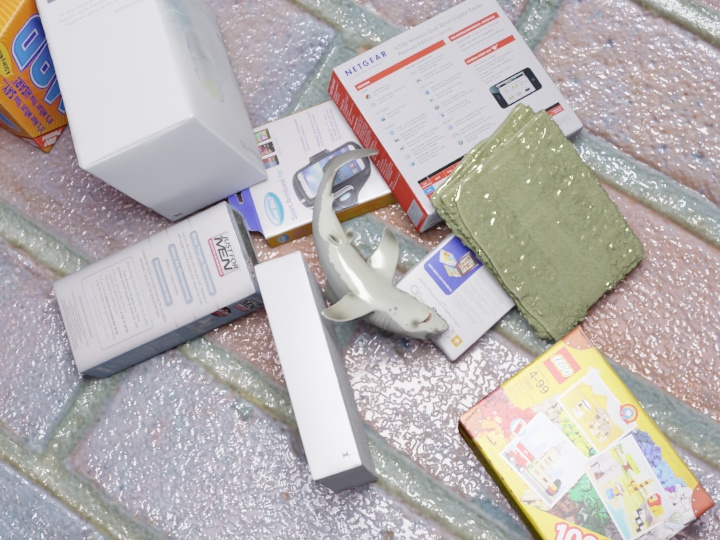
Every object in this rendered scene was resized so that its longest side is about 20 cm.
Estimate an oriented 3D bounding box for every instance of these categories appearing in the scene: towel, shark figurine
[{"bbox_3d":[0.174,-0.045,1.123,0.148,0.036,0.200,-43,100,-7],"label":"towel"},{"bbox_3d":[-0.018,-0.013,1.114,0.127,0.090,0.217,-17,74,-29],"label":"shark figurine"}]

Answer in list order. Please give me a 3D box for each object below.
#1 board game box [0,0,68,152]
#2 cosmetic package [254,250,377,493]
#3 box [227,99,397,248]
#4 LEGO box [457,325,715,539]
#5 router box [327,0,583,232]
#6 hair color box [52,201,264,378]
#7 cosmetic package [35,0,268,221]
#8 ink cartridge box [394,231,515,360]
[{"bbox_3d":[-0.381,-0.284,1.196,0.198,0.200,0.202,28,78,12],"label":"board game box"},{"bbox_3d":[-0.040,0.100,1.092,0.051,0.151,0.203,-17,74,0],"label":"cosmetic package"},{"bbox_3d":[-0.043,-0.107,1.206,0.197,0.042,0.121,-20,74,2],"label":"box"},{"bbox_3d":[0.206,0.182,1.087,0.148,0.077,0.201,-36,75,-5],"label":"LEGO box"},{"bbox_3d":[0.096,-0.165,1.177,0.198,0.049,0.181,-29,77,-17],"label":"router box"},{"bbox_3d":[-0.197,0.021,1.156,0.198,0.061,0.100,-24,74,9],"label":"hair color box"},{"bbox_3d":[-0.199,-0.181,1.123,0.121,0.199,0.203,-21,75,10],"label":"cosmetic package"},{"bbox_3d":[0.132,-0.011,1.156,0.200,0.037,0.095,-41,91,-5],"label":"ink cartridge box"}]
